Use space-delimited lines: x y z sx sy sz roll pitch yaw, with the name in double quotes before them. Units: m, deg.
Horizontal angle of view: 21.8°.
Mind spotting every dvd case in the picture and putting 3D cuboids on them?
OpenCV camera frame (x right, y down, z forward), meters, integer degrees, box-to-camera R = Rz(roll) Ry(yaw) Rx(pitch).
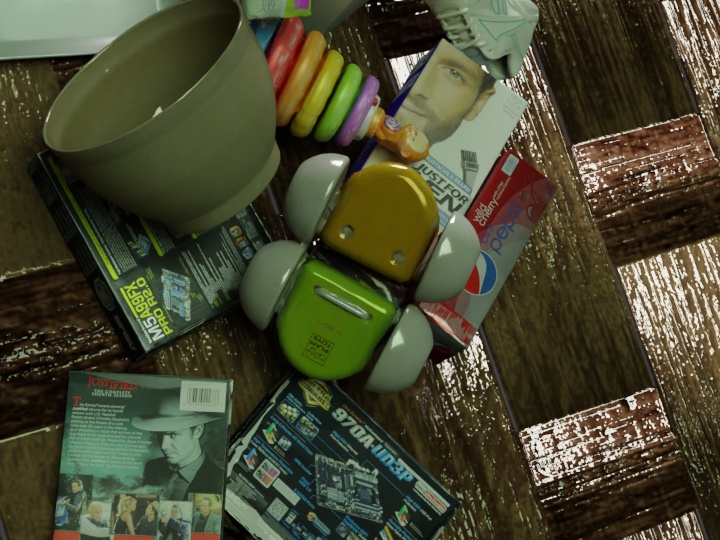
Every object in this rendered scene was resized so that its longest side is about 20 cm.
"dvd case" -0.184 0.187 1.578 0.144 0.022 0.202 2 73 0

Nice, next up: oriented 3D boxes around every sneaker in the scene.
"sneaker" 0.110 -0.243 1.799 0.200 0.070 0.081 24 71 -51

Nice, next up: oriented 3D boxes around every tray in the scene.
"tray" -0.258 -0.243 1.703 0.198 0.022 0.108 -6 76 -25

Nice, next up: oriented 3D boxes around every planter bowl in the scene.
"planter bowl" -0.150 -0.118 1.584 0.201 0.199 0.135 -52 124 -27

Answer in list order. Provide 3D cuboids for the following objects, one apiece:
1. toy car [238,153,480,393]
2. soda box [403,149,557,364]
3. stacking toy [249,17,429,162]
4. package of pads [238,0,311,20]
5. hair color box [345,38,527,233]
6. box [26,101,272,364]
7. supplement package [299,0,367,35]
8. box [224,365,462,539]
"toy car" 0.000 0.000 1.645 0.174 0.150 0.201 27 94 1
"soda box" 0.107 -0.013 1.764 0.063 0.070 0.201 37 63 -10
"stacking toy" -0.024 -0.153 1.700 0.199 0.110 0.116 27 40 -6
"package of pads" -0.106 -0.313 1.647 0.068 0.200 0.156 -9 117 -26
"hair color box" 0.064 -0.108 1.779 0.109 0.065 0.201 35 63 -9
"box" -0.179 -0.043 1.665 0.159 0.044 0.201 -29 87 -27
"supplement package" -0.001 -0.352 1.773 0.200 0.152 0.151 -41 92 -28
"box" -0.030 0.202 1.654 0.200 0.046 0.159 43 63 -6
